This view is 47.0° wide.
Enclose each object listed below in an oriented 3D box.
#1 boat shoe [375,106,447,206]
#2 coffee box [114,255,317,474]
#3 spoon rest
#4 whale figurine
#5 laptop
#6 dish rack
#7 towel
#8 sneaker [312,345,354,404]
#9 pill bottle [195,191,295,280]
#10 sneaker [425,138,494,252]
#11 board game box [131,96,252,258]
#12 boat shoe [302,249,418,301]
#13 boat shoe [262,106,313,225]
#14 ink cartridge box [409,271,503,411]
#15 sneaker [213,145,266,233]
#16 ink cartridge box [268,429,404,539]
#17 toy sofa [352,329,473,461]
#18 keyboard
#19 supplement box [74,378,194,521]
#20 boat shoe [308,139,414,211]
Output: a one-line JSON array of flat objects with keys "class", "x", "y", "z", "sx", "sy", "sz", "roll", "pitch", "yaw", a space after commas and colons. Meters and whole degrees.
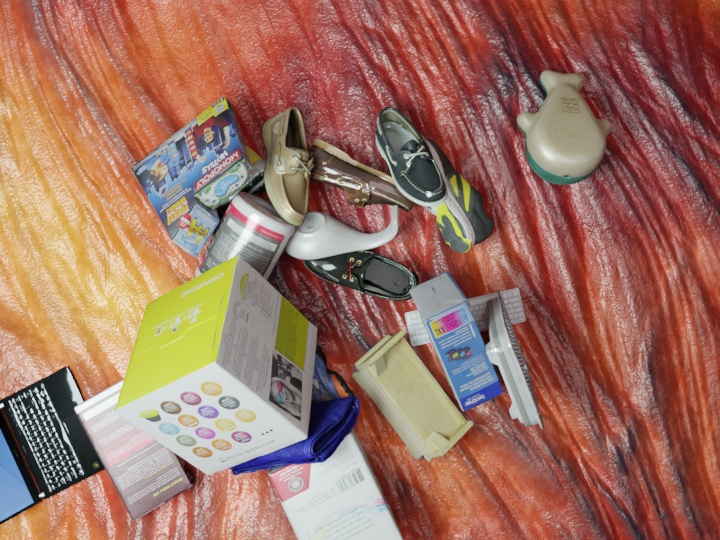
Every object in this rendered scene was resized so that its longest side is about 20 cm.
[{"class": "boat shoe", "x": 0.075, "y": -0.182, "z": 1.307, "sx": 0.075, "sy": 0.061, "sz": 0.201, "roll": -24, "pitch": 52, "yaw": -17}, {"class": "coffee box", "x": -0.201, "y": 0.140, "z": 1.201, "sx": 0.198, "sy": 0.202, "sz": 0.198, "roll": -25, "pitch": 129, "yaw": 27}, {"class": "spoon rest", "x": -0.032, "y": -0.060, "z": 1.337, "sx": 0.196, "sy": 0.061, "sz": 0.101, "roll": -6, "pitch": 47, "yaw": 10}, {"class": "whale figurine", "x": 0.331, "y": -0.233, "z": 1.365, "sx": 0.156, "sy": 0.104, "sz": 0.203, "roll": 3, "pitch": 63, "yaw": -2}, {"class": "laptop", "x": -0.526, "y": 0.279, "z": 1.301, "sx": 0.197, "sy": 0.103, "sz": 0.180, "roll": -26, "pitch": 89, "yaw": -3}, {"class": "dish rack", "x": 0.229, "y": 0.140, "z": 1.278, "sx": 0.043, "sy": 0.200, "sz": 0.174, "roll": -20, "pitch": 106, "yaw": 12}, {"class": "towel", "x": -0.105, "y": 0.253, "z": 1.255, "sx": 0.197, "sy": 0.147, "sz": 0.050, "roll": -14, "pitch": 104, "yaw": 35}, {"class": "sneaker", "x": -0.086, "y": 0.167, "z": 1.337, "sx": 0.078, "sy": 0.075, "sz": 0.201, "roll": -36, "pitch": 88, "yaw": 0}, {"class": "pill bottle", "x": -0.194, "y": -0.012, "z": 1.310, "sx": 0.110, "sy": 0.111, "sz": 0.202, "roll": 30, "pitch": 102, "yaw": 0}, {"class": "sneaker", "x": 0.150, "y": -0.126, "z": 1.365, "sx": 0.084, "sy": 0.074, "sz": 0.203, "roll": -16, "pitch": 77, "yaw": -34}, {"class": "board game box", "x": -0.248, "y": -0.132, "z": 1.270, "sx": 0.198, "sy": 0.062, "sz": 0.202, "roll": -33, "pitch": 53, "yaw": 15}, {"class": "boat shoe", "x": 0.001, "y": -0.003, "z": 1.351, "sx": 0.198, "sy": 0.063, "sz": 0.075, "roll": 18, "pitch": 90, "yaw": 0}, {"class": "boat shoe", "x": -0.111, "y": -0.169, "z": 1.309, "sx": 0.064, "sy": 0.071, "sz": 0.203, "roll": -30, "pitch": 61, "yaw": 34}, {"class": "ink cartridge box", "x": 0.154, "y": 0.122, "z": 1.294, "sx": 0.075, "sy": 0.137, "sz": 0.203, "roll": -22, "pitch": 111, "yaw": 1}, {"class": "sneaker", "x": -0.238, "y": -0.129, "z": 1.348, "sx": 0.199, "sy": 0.078, "sz": 0.091, "roll": -38, "pitch": 75, "yaw": -4}, {"class": "ink cartridge box", "x": -0.035, "y": 0.365, "z": 1.292, "sx": 0.143, "sy": 0.145, "sz": 0.203, "roll": -25, "pitch": 88, "yaw": -4}, {"class": "toy sofa", "x": 0.081, "y": 0.205, "z": 1.344, "sx": 0.082, "sy": 0.098, "sz": 0.201, "roll": -37, "pitch": 89, "yaw": -27}, {"class": "keyboard", "x": 0.175, "y": 0.078, "z": 1.378, "sx": 0.196, "sy": 0.011, "sz": 0.057, "roll": -12, "pitch": 88, "yaw": -3}, {"class": "supplement box", "x": -0.359, "y": 0.279, "z": 1.324, "sx": 0.108, "sy": 0.061, "sz": 0.202, "roll": -28, "pitch": 89, "yaw": -9}, {"class": "boat shoe", "x": -0.005, "y": -0.139, "z": 1.352, "sx": 0.197, "sy": 0.070, "sz": 0.071, "roll": 27, "pitch": 81, "yaw": 8}]
